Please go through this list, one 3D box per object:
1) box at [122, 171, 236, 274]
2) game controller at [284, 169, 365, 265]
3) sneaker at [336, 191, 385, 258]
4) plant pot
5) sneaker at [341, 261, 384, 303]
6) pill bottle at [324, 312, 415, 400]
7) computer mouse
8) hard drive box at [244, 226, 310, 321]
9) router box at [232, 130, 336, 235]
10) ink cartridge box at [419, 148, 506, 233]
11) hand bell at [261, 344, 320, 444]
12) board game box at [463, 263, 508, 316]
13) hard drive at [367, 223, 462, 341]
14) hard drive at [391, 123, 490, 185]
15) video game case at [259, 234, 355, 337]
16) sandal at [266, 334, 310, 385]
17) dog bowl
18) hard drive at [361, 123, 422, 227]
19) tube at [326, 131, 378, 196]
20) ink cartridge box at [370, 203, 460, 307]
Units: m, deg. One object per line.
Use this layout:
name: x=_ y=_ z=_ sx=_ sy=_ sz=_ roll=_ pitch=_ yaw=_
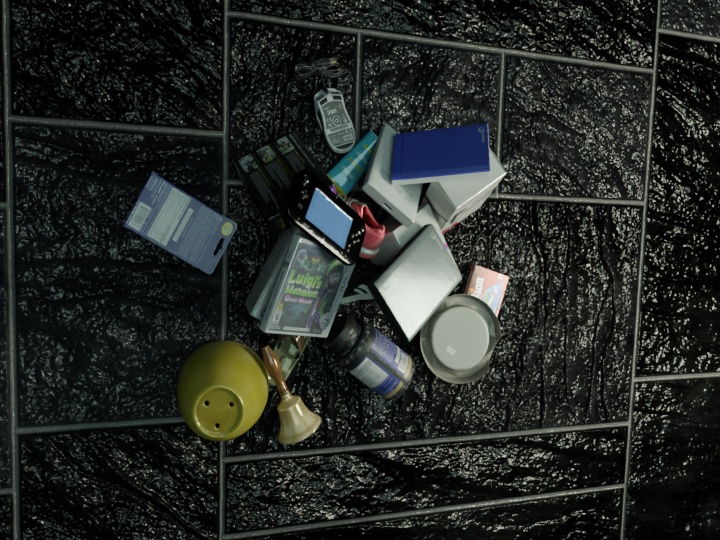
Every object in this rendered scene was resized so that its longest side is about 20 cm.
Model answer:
box: x=-0.364 y=-0.093 z=1.174 sx=0.197 sy=0.032 sz=0.124 roll=32 pitch=86 yaw=-16
game controller: x=-0.062 y=-0.095 z=1.077 sx=0.199 sy=0.041 sz=0.107 roll=38 pitch=52 yaw=-38
sneaker: x=-0.019 y=-0.124 z=1.197 sx=0.200 sy=0.087 sz=0.073 roll=46 pitch=45 yaw=9
plant pot: x=-0.281 y=0.260 z=1.164 sx=0.192 sy=0.142 sz=0.208 roll=-1 pitch=97 yaw=-10
sneaker: x=0.000 y=0.000 z=1.220 sx=0.073 sy=0.196 sz=0.114 roll=-44 pitch=111 yaw=-49
pill bottle: x=0.019 y=0.189 z=1.280 sx=0.199 sy=0.112 sz=0.113 roll=40 pitch=83 yaw=-16
computer mouse: x=-0.069 y=-0.350 z=1.240 sx=0.107 sy=0.044 sz=0.207 roll=-18 pitch=95 yaw=-20
hard drive box: x=-0.156 y=0.007 z=1.185 sx=0.075 sy=0.155 sz=0.205 roll=28 pitch=87 yaw=-17
router box: x=-0.153 y=-0.180 z=1.155 sx=0.146 sy=0.202 sz=0.052 roll=-28 pitch=144 yaw=-11
ink cartridge box: x=0.214 y=-0.168 z=1.254 sx=0.145 sy=0.200 sz=0.084 roll=-35 pitch=81 yaw=-11
hand bell: x=-0.167 y=0.252 z=1.227 sx=0.102 sy=0.104 sz=0.206 roll=-24 pitch=103 yaw=-13
board game box: x=0.290 y=0.098 z=1.405 sx=0.100 sy=0.019 sz=0.207 roll=16 pitch=90 yaw=-17
hard drive: x=0.114 y=0.022 z=1.165 sx=0.200 sy=0.032 sz=0.142 roll=-44 pitch=110 yaw=-30
hard drive: x=0.162 y=-0.236 z=1.164 sx=0.193 sy=0.026 sz=0.135 roll=-3 pitch=53 yaw=14
video game case: x=-0.095 y=0.039 z=1.122 sx=0.198 sy=0.023 sz=0.187 roll=14 pitch=99 yaw=-56
sandal: x=-0.150 y=0.159 z=1.250 sx=0.078 sy=0.057 sz=0.207 roll=21 pitch=91 yaw=-13
dog bowl: x=0.229 y=0.157 z=1.353 sx=0.192 sy=0.059 sz=0.208 roll=0 pitch=91 yaw=-4
hard drive: x=0.076 y=-0.202 z=1.208 sx=0.131 sy=0.026 sz=0.204 roll=36 pitch=46 yaw=-21
tube: x=-0.029 y=-0.215 z=1.265 sx=0.077 sy=0.050 sz=0.201 roll=42 pitch=87 yaw=-9
ink cartridge box: x=0.116 y=-0.018 z=1.268 sx=0.124 sy=0.127 sz=0.204 roll=-36 pitch=106 yaw=-32
